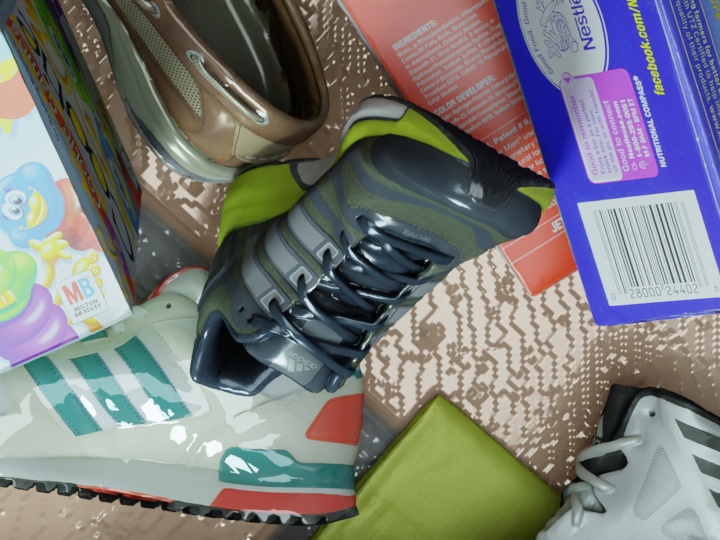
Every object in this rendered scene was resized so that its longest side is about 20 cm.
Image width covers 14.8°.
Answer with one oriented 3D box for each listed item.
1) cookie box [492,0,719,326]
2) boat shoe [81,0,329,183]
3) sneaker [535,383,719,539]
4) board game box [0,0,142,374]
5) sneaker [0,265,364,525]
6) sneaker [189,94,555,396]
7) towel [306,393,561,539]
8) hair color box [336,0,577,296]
[{"bbox_3d":[0.141,-0.097,0.972,0.200,0.075,0.171,-30,107,-42],"label":"cookie box"},{"bbox_3d":[-0.072,-0.126,0.999,0.076,0.072,0.200,-48,115,-37],"label":"boat shoe"},{"bbox_3d":[0.078,0.105,1.073,0.200,0.076,0.115,-6,82,-2],"label":"sneaker"},{"bbox_3d":[-0.142,-0.032,0.961,0.105,0.200,0.103,-23,103,2],"label":"board game box"},{"bbox_3d":[-0.094,0.042,1.058,0.200,0.070,0.093,9,84,-4],"label":"sneaker"},{"bbox_3d":[0.000,0.000,0.955,0.074,0.200,0.081,27,68,-16],"label":"sneaker"},{"bbox_3d":[0.078,0.142,1.111,0.200,0.018,0.086,40,92,-10],"label":"towel"},{"bbox_3d":[0.028,-0.096,1.009,0.061,0.102,0.200,-33,103,3],"label":"hair color box"}]
